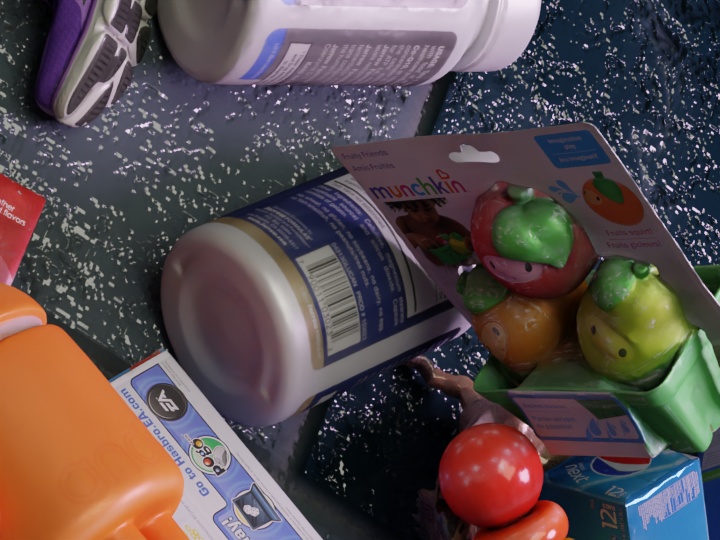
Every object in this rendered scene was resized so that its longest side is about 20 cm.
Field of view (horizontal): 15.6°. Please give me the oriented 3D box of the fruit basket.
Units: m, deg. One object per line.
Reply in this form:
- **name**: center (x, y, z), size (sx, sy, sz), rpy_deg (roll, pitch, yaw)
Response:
- **fruit basket**: center (0.095, 0.009, 1.303), size (0.200, 0.185, 0.094), rpy_deg (47, 60, -31)

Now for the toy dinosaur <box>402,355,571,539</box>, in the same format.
- **toy dinosaur**: center (0.096, 0.114, 1.465), size (0.199, 0.086, 0.136), rpy_deg (11, 69, -36)

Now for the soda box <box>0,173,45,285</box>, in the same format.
- **soda box**: center (-0.259, -0.048, 1.284), size (0.200, 0.063, 0.070), rpy_deg (32, 61, -23)

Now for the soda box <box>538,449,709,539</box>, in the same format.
- **soda box**: center (0.152, 0.196, 1.437), size (0.064, 0.068, 0.201), rpy_deg (-26, 116, -38)

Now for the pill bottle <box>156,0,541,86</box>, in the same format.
- **pill bottle**: center (-0.004, -0.159, 1.462), size (0.199, 0.114, 0.114), rpy_deg (-2, 76, -35)

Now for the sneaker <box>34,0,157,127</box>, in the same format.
- **sneaker**: center (-0.150, -0.175, 1.405), size (0.083, 0.081, 0.201), rpy_deg (6, 78, 9)

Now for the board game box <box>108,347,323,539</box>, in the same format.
- **board game box**: center (-0.113, 0.165, 1.281), size (0.195, 0.056, 0.200), rpy_deg (-30, 72, -36)

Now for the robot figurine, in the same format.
- **robot figurine**: center (-0.161, 0.086, 1.206), size (0.144, 0.117, 0.200), rpy_deg (-33, 75, -35)

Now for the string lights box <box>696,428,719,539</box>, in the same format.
- **string lights box**: center (0.238, 0.167, 1.531), size (0.059, 0.103, 0.201), rpy_deg (26, 63, -26)

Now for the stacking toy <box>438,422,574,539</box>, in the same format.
- **stacking toy**: center (0.098, 0.172, 1.356), size (0.085, 0.085, 0.201), rpy_deg (-32, 101, -37)

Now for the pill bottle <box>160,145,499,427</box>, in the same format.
- **pill bottle**: center (0.000, 0.000, 1.416), size (0.199, 0.111, 0.112), rpy_deg (-23, 89, -37)
